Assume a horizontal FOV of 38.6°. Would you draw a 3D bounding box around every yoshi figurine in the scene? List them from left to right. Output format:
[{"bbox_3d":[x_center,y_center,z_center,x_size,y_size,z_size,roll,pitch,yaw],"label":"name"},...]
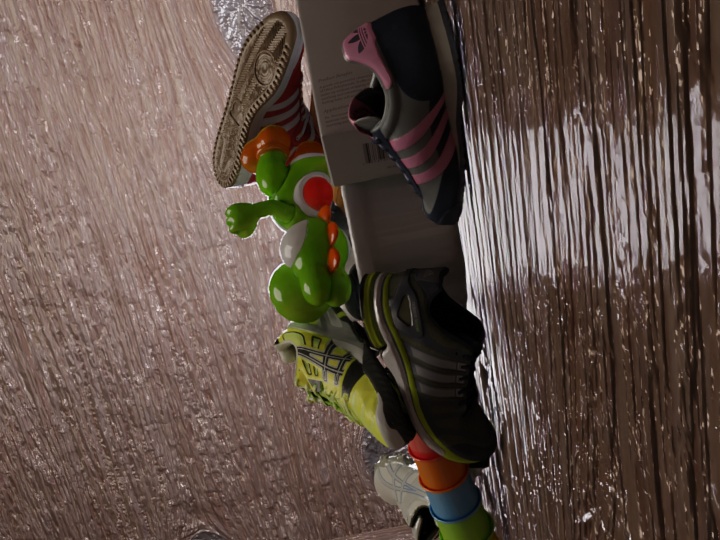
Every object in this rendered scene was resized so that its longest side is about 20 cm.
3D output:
[{"bbox_3d":[-0.063,-0.032,0.967,0.112,0.111,0.201,73,180,-51],"label":"yoshi figurine"}]

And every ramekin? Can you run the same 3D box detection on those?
[{"bbox_3d":[0.038,-0.035,0.978,0.200,0.097,0.202,-11,-90,-90],"label":"ramekin"}]

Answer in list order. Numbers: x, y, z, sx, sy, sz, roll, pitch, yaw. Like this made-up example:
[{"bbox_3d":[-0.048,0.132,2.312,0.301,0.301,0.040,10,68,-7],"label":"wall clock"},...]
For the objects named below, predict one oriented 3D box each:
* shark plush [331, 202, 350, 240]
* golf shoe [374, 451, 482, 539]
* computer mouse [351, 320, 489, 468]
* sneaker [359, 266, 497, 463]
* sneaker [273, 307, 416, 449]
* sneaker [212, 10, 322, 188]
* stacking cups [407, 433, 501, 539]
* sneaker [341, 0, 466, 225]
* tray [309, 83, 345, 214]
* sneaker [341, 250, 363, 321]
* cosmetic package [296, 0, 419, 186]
[{"bbox_3d":[-0.045,-0.057,1.215,0.200,0.090,0.084,19,-121,-65],"label":"shark plush"},{"bbox_3d":[0.060,0.251,1.126,0.200,0.078,0.098,136,150,-63],"label":"golf shoe"},{"bbox_3d":[0.052,0.136,1.064,0.200,0.046,0.140,46,-177,9],"label":"computer mouse"},{"bbox_3d":[0.073,0.082,0.870,0.201,0.080,0.074,59,-148,-23],"label":"sneaker"},{"bbox_3d":[-0.014,0.104,0.935,0.076,0.076,0.200,60,173,-36],"label":"sneaker"},{"bbox_3d":[-0.071,-0.170,1.035,0.071,0.112,0.201,56,135,32],"label":"sneaker"},{"bbox_3d":[0.082,0.210,0.976,0.061,0.060,0.201,-101,-12,-59],"label":"stacking cups"},{"bbox_3d":[0.033,-0.107,0.756,0.201,0.081,0.071,79,179,-47],"label":"sneaker"},{"bbox_3d":[-0.014,-0.136,1.092,0.099,0.037,0.200,50,158,17],"label":"tray"},{"bbox_3d":[0.000,0.000,1.156,0.075,0.087,0.200,59,-146,-11],"label":"sneaker"},{"bbox_3d":[0.006,-0.186,0.887,0.085,0.107,0.202,76,-176,-63],"label":"cosmetic package"}]
